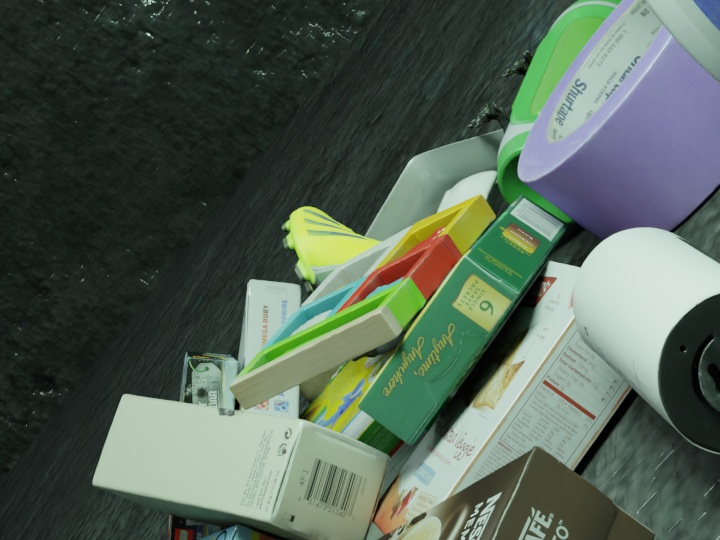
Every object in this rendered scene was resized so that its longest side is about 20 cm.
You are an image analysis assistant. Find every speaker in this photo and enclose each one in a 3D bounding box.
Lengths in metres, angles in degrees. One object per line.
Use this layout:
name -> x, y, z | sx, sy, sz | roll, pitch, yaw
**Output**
speaker -> 0.162, -0.122, 1.535 | 0.088, 0.088, 0.200 | -44, 14, 42
speaker -> 0.164, 0.032, 1.037 | 0.081, 0.081, 0.200 | -53, 10, 4

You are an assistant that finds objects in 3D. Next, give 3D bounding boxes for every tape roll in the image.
tape roll -> 0.197, -0.115, 1.359 | 0.200, 0.085, 0.200 | -52, 11, 14

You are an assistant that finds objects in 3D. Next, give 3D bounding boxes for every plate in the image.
plate -> 0.050, -0.016, 1.627 | 0.200, 0.032, 0.200 | -21, -35, -59

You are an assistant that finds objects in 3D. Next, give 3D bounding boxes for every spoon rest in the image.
spoon rest -> 0.066, 0.007, 1.540 | 0.099, 0.061, 0.200 | -66, 1, -46

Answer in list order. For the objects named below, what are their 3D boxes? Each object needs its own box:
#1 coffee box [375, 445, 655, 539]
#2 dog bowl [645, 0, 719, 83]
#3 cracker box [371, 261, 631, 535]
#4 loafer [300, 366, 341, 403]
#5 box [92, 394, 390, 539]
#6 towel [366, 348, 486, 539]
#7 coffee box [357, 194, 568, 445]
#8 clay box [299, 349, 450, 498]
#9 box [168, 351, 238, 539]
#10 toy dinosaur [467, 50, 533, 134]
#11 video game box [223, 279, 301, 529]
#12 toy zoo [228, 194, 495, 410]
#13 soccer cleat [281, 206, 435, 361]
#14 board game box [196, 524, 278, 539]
coffee box -> 0.050, 0.181, 1.058 | 0.200, 0.080, 0.113 | -40, 17, 55
dog bowl -> 0.228, -0.172, 1.084 | 0.079, 0.200, 0.200 | -42, 15, 38
cracker box -> 0.092, 0.091, 1.226 | 0.200, 0.058, 0.134 | -54, 8, -3
loafer -> 0.002, 0.028, 1.766 | 0.200, 0.067, 0.076 | -57, -8, -16
box -> -0.079, 0.128, 1.315 | 0.200, 0.082, 0.068 | 4, 73, 49
towel -> 0.035, 0.139, 1.436 | 0.200, 0.031, 0.149 | -53, 12, -10
coffee box -> 0.068, 0.026, 1.302 | 0.123, 0.044, 0.200 | -55, -4, 20
clay box -> 0.006, 0.104, 1.460 | 0.115, 0.048, 0.200 | -49, 10, 7
box -> -0.117, 0.130, 1.523 | 0.200, 0.040, 0.137 | 162, 113, -85
toy dinosaur -> 0.139, -0.116, 1.609 | 0.047, 0.088, 0.200 | -36, 21, 45
video game box -> -0.075, 0.140, 1.514 | 0.182, 0.047, 0.200 | -87, 5, -45
toy zoo -> 0.009, 0.011, 1.320 | 0.131, 0.020, 0.200 | -27, 13, 35
soccer cleat -> 0.000, 0.001, 1.490 | 0.084, 0.065, 0.200 | -29, 29, -4
board game box -> -0.081, 0.240, 1.344 | 0.200, 0.103, 0.105 | -32, 37, 66
